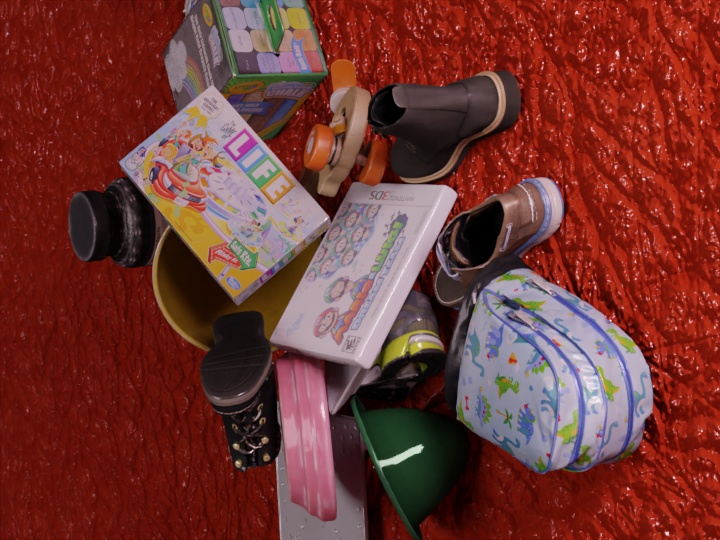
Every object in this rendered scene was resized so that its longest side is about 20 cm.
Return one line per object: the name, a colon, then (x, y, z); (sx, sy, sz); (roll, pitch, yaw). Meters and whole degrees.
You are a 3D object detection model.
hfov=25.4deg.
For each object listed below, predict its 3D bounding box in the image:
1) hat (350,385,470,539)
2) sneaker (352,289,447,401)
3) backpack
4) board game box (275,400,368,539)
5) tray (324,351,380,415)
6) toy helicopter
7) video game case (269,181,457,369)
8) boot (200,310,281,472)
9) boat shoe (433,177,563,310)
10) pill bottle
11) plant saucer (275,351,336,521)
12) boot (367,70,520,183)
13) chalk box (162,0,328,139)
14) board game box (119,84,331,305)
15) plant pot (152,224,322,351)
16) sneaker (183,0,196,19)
hat: (0.099, 0.164, 1.610); (0.167, 0.175, 0.200); (63, -179, 2)
sneaker: (0.031, 0.084, 1.676); (0.200, 0.073, 0.082); (-35, 48, 54)
backpack: (0.163, 0.097, 1.399); (0.199, 0.153, 0.165); (27, 115, 33)
board game box: (-0.038, 0.259, 1.845); (0.199, 0.026, 0.203); (4, 98, 59)
tray: (-0.009, 0.051, 1.681); (0.108, 0.022, 0.201); (-58, 24, 33)
toy helicopter: (-0.031, -0.136, 1.707); (0.200, 0.078, 0.134); (135, 146, -63)
video game case: (0.000, 0.000, 1.640); (0.181, 0.024, 0.201); (7, 66, 58)
boot: (-0.118, 0.145, 1.669); (0.204, 0.073, 0.155); (-96, -2, -69)
boat shoe: (0.110, -0.025, 1.509); (0.200, 0.072, 0.073); (-53, 52, 48)
pill bottle: (-0.254, -0.063, 1.980); (0.111, 0.198, 0.113); (15, 108, 56)
plant saucer: (-0.060, 0.169, 1.716); (0.201, 0.050, 0.203); (174, 90, -87)
boot: (0.044, -0.140, 1.537); (0.200, 0.137, 0.078); (-39, 62, 54)
chalk box: (-0.124, -0.247, 1.813); (0.200, 0.123, 0.126); (-40, 60, 52)
board game box: (-0.145, -0.082, 1.712); (0.200, 0.134, 0.034); (48, 172, 13)
plant pot: (-0.138, -0.022, 1.836); (0.142, 0.198, 0.202); (-104, 21, -66)
sneaker: (-0.181, -0.301, 1.959); (0.085, 0.076, 0.202); (-155, 71, -65)
